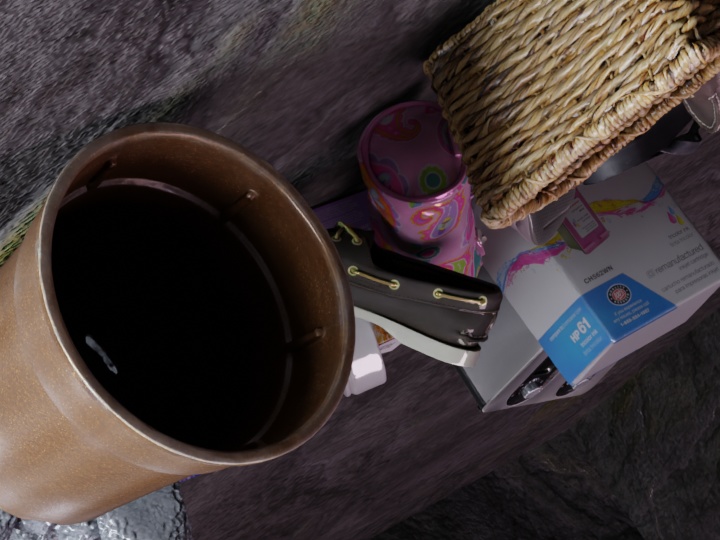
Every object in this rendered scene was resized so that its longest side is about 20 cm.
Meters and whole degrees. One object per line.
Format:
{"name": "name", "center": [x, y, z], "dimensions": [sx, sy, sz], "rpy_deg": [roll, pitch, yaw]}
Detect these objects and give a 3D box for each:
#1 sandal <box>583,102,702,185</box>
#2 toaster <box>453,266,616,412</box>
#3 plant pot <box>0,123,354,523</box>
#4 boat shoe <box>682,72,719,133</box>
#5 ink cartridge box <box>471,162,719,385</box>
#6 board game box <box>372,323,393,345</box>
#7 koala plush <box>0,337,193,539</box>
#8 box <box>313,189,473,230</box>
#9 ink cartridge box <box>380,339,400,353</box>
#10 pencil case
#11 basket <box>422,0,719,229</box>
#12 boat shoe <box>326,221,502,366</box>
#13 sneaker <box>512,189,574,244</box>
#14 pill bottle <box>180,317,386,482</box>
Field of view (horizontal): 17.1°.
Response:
{"name": "sandal", "center": [0.220, -0.097, 1.830], "dimensions": [0.076, 0.043, 0.200], "rpy_deg": [-20, -171, 37]}
{"name": "toaster", "center": [0.137, 0.012, 2.089], "dimensions": [0.119, 0.200, 0.181], "rpy_deg": [-43, 158, 29]}
{"name": "plant pot", "center": [-0.141, 0.046, 1.386], "dimensions": [0.200, 0.200, 0.198], "rpy_deg": [-24, 174, -42]}
{"name": "boat shoe", "center": [0.229, -0.160, 1.707], "dimensions": [0.060, 0.072, 0.200], "rpy_deg": [-44, 144, -14]}
{"name": "ink cartridge box", "center": [0.179, -0.030, 1.959], "dimensions": [0.144, 0.200, 0.085], "rpy_deg": [-27, 163, -33]}
{"name": "board game box", "center": [-0.066, 0.073, 1.956], "dimensions": [0.200, 0.046, 0.151], "rpy_deg": [-24, 179, -15]}
{"name": "koala plush", "center": [-0.211, 0.146, 1.621], "dimensions": [0.177, 0.184, 0.200], "rpy_deg": [4, 152, -12]}
{"name": "box", "center": [-0.018, -0.013, 1.873], "dimensions": [0.200, 0.039, 0.137], "rpy_deg": [-22, 163, -46]}
{"name": "ink cartridge box", "center": [-0.022, 0.068, 2.211], "dimensions": [0.174, 0.044, 0.200], "rpy_deg": [-40, 168, 24]}
{"name": "pencil case", "center": [0.046, -0.045, 1.724], "dimensions": [0.087, 0.087, 0.200], "rpy_deg": [-32, 157, -9]}
{"name": "basket", "center": [0.166, -0.117, 1.564], "dimensions": [0.200, 0.149, 0.143], "rpy_deg": [-40, 141, 26]}
{"name": "boat shoe", "center": [0.000, 0.000, 1.678], "dimensions": [0.072, 0.201, 0.061], "rpy_deg": [-89, -157, -76]}
{"name": "sneaker", "center": [0.099, -0.089, 1.761], "dimensions": [0.070, 0.080, 0.200], "rpy_deg": [-52, 153, -17]}
{"name": "pill bottle", "center": [-0.090, 0.075, 1.746], "dimensions": [0.200, 0.120, 0.120], "rpy_deg": [-21, 168, -6]}
